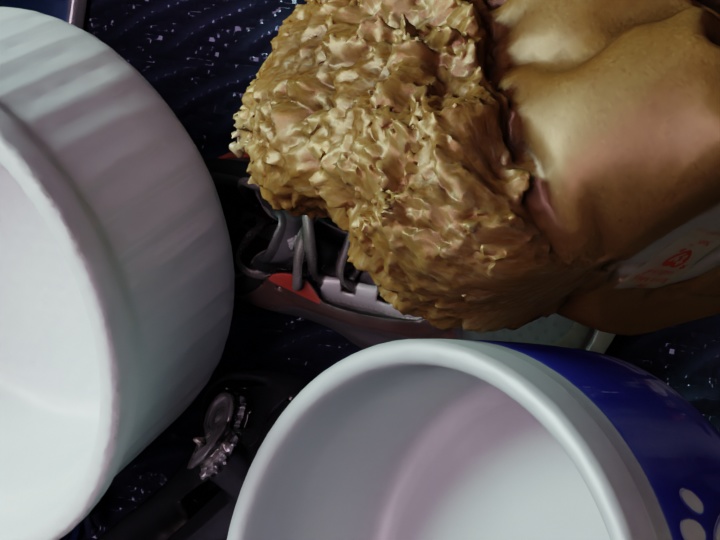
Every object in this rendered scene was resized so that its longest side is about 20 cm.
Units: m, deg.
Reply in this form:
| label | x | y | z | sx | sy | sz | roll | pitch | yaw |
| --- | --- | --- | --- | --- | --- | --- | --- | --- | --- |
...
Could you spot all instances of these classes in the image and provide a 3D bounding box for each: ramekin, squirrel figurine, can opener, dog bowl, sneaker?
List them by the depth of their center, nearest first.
| label | x | y | z | sx | sy | sz | roll | pitch | yaw |
| --- | --- | --- | --- | --- | --- | --- | --- | --- | --- |
| dog bowl | 0.043 | 0.123 | 0.720 | 0.200 | 0.079 | 0.201 | -3 | 85 | 47 |
| squirrel figurine | 0.054 | -0.078 | 0.738 | 0.199 | 0.142 | 0.187 | -18 | 66 | -15 |
| ramekin | -0.143 | -0.002 | 0.809 | 0.200 | 0.098 | 0.201 | 15 | 120 | 27 |
| sneaker | 0.000 | 0.000 | 0.816 | 0.199 | 0.082 | 0.077 | 11 | 92 | 28 |
| can opener | -0.069 | 0.108 | 0.848 | 0.200 | 0.079 | 0.064 | -41 | 28 | 28 |

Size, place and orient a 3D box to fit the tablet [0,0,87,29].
| label | x | y | z | sx | sy | sz | roll | pitch | yaw |
| --- | --- | --- | --- | --- | --- | --- | --- | --- | --- |
| tablet | -0.211 | -0.100 | 0.970 | 0.199 | 0.014 | 0.131 | 10 | 91 | 27 |

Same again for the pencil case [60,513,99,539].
| label | x | y | z | sx | sy | sz | roll | pitch | yaw |
| --- | --- | --- | --- | --- | --- | --- | --- | --- | --- |
| pencil case | -0.206 | 0.068 | 0.920 | 0.200 | 0.078 | 0.087 | 39 | 129 | 23 |
